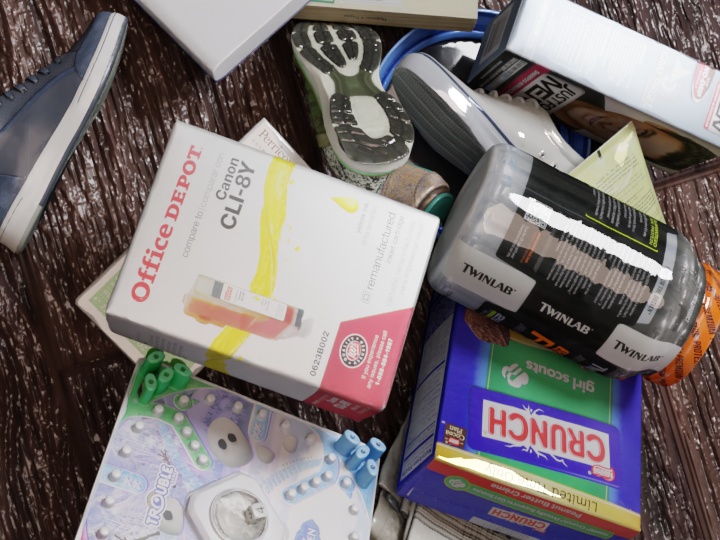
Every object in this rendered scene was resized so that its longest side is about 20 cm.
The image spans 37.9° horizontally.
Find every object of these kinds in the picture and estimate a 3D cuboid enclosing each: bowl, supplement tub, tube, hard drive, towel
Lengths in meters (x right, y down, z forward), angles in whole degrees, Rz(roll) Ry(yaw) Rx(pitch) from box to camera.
[{"bbox_3d":[0.098,-0.118,0.897,0.198,0.039,0.203,1,85,-11],"label":"bowl"},{"bbox_3d":[0.160,0.000,0.783,0.199,0.123,0.123,27,81,-3],"label":"supplement tub"},{"bbox_3d":[0.229,-0.023,0.867,0.201,0.051,0.058,56,38,-33],"label":"tube"},{"bbox_3d":[-0.133,-0.261,0.837,0.132,0.025,0.200,-43,77,-9],"label":"hard drive"},{"bbox_3d":[0.113,0.174,0.841,0.199,0.035,0.194,31,53,-7],"label":"towel"}]

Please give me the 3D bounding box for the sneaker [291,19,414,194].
[{"bbox_3d":[-0.018,-0.126,0.837,0.076,0.089,0.201,0,47,-16],"label":"sneaker"}]

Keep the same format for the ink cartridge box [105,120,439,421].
[{"bbox_3d":[-0.063,0.003,0.738,0.198,0.083,0.147,20,76,-7],"label":"ink cartridge box"}]

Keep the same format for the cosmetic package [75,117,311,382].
[{"bbox_3d":[-0.115,-0.010,0.824,0.108,0.085,0.200,44,81,-7],"label":"cosmetic package"}]

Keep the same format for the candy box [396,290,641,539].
[{"bbox_3d":[0.131,0.102,0.826,0.168,0.077,0.201,21,52,-10],"label":"candy box"}]

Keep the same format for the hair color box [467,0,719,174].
[{"bbox_3d":[0.198,-0.150,0.849,0.198,0.099,0.061,22,81,-9],"label":"hair color box"}]

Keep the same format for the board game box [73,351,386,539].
[{"bbox_3d":[-0.082,0.167,0.712,0.198,0.026,0.201,24,45,-14],"label":"board game box"}]

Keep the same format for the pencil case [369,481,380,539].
[{"bbox_3d":[-0.019,0.198,0.834,0.199,0.086,0.084,35,43,-7],"label":"pencil case"}]

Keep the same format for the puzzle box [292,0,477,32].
[{"bbox_3d":[0.000,-0.270,0.871,0.198,0.025,0.135,4,75,-3],"label":"puzzle box"}]

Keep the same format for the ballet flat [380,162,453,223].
[{"bbox_3d":[0.000,0.000,0.851,0.067,0.068,0.201,37,101,22],"label":"ballet flat"}]

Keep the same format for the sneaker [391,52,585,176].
[{"bbox_3d":[0.111,-0.112,0.851,0.200,0.073,0.071,41,70,-15],"label":"sneaker"}]

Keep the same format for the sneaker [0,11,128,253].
[{"bbox_3d":[-0.277,-0.137,0.804,0.145,0.077,0.204,29,82,-11],"label":"sneaker"}]
